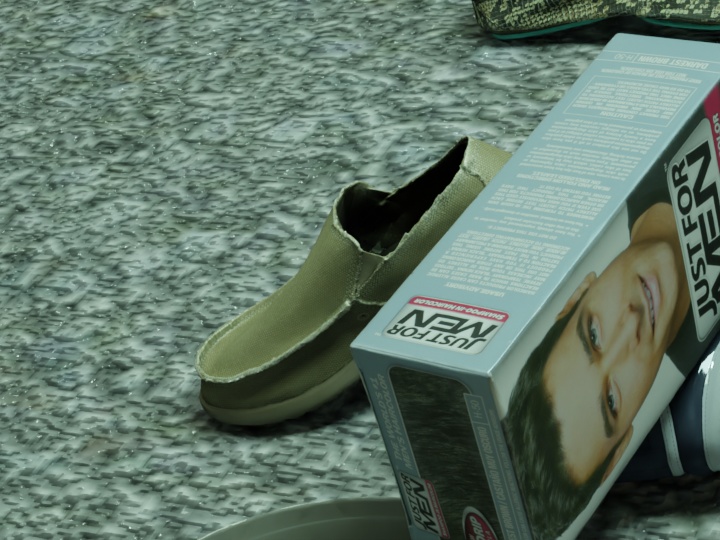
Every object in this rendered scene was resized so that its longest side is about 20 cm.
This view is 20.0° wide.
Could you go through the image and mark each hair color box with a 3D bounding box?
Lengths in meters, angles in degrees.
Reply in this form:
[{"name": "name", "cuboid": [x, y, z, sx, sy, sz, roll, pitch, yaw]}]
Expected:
[{"name": "hair color box", "cuboid": [0.083, 0.008, 0.757, 0.060, 0.099, 0.200, 11, 44, 35]}]

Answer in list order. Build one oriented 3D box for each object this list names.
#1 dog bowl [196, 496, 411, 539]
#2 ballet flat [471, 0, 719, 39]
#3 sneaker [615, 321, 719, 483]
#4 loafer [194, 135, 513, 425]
[{"name": "dog bowl", "cuboid": [-0.014, 0.165, 0.712, 0.199, 0.059, 0.200, -10, 31, 6]}, {"name": "ballet flat", "cuboid": [0.153, -0.173, 1.155, 0.199, 0.076, 0.068, 1, 34, 24]}, {"name": "sneaker", "cuboid": [0.144, 0.016, 0.866, 0.108, 0.070, 0.200, -4, 39, 24]}, {"name": "loafer", "cuboid": [0.000, 0.000, 0.910, 0.200, 0.068, 0.076, -31, 23, 19]}]
